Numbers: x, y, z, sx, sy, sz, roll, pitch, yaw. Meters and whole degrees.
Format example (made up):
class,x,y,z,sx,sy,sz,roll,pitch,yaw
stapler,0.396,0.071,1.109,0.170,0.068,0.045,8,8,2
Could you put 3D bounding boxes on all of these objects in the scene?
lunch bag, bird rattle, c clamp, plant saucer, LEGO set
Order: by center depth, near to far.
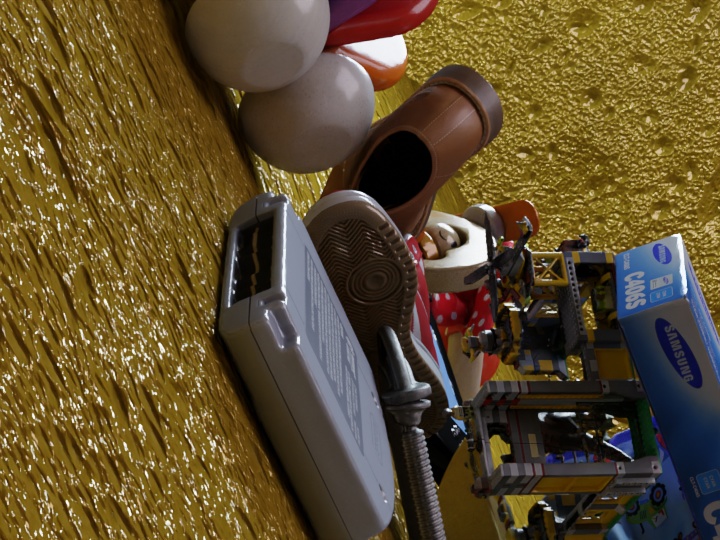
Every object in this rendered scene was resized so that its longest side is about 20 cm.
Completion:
class,x,y,z,sx,sy,sz,roll,pitch,yaw
c clamp,0.037,0.129,1.171,0.171,0.027,0.202,-160,-122,-89
LEGO set,0.090,0.076,1.290,0.154,0.115,0.202,130,-42,-64
plant saucer,0.099,0.238,1.364,0.201,0.048,0.201,-106,171,-52
lunch bag,0.194,0.219,1.367,0.151,0.093,0.201,80,-13,-46
bird rattle,0.088,0.041,1.716,0.200,0.111,0.165,-115,-153,-74

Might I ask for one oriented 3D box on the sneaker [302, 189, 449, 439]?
class,x,y,z,sx,sy,sz,roll,pitch,yaw
sneaker,0.000,0.000,1.270,0.201,0.071,0.113,72,4,-47

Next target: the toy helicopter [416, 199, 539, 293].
class,x,y,z,sx,sy,sz,roll,pitch,yaw
toy helicopter,0.039,-0.035,1.522,0.200,0.131,0.080,-129,-147,-60

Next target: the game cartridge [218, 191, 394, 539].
class,x,y,z,sx,sy,sz,roll,pitch,yaw
game cartridge,-0.024,0.049,1.052,0.134,0.040,0.200,62,7,-16

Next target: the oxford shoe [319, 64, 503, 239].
class,x,y,z,sx,sy,sz,roll,pitch,yaw
oxford shoe,0.009,-0.050,1.328,0.071,0.071,0.200,45,-37,4

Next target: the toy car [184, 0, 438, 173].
class,x,y,z,sx,sy,sz,roll,pitch,yaw
toy car,-0.029,-0.172,1.282,0.200,0.149,0.176,59,10,-53

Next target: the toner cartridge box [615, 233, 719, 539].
class,x,y,z,sx,sy,sz,roll,pitch,yaw
toner cartridge box,0.200,0.089,1.273,0.095,0.043,0.201,-79,148,-67

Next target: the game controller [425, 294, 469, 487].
class,x,y,z,sx,sy,sz,roll,pitch,yaw
game controller,0.041,0.065,1.534,0.105,0.042,0.201,61,8,-45
